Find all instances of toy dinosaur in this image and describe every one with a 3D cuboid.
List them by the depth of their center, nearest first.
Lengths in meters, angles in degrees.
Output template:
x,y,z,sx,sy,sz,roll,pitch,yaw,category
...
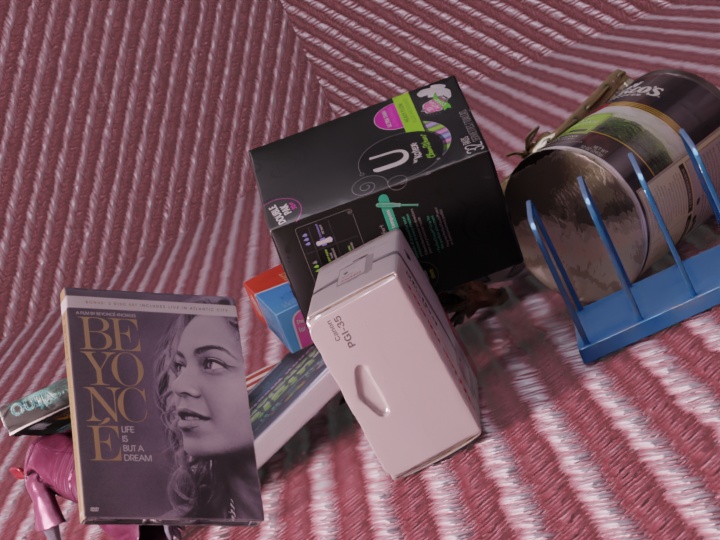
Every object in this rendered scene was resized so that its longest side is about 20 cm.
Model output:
x,y,z,sx,sy,sz,roll,pitch,yaw,category
0.044,0.045,1.828,0.135,0.086,0.200,-10,22,39,toy dinosaur

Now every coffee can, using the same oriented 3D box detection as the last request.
x,y,z,sx,sy,sz,roll,pitch,yaw,category
0.243,-0.079,1.742,0.146,0.147,0.200,-17,12,45,coffee can

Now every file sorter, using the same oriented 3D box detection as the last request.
x,y,z,sx,sy,sz,roll,pitch,yaw,category
0.244,-0.034,1.549,0.199,0.123,0.139,-24,9,8,file sorter

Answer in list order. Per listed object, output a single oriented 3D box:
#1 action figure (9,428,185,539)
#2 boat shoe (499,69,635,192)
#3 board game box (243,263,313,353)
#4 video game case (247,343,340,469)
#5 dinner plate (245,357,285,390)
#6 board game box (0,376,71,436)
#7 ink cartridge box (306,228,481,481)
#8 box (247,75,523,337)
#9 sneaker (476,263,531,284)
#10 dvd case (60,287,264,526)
x,y,z,sx,sy,sz,roll,pitch,yaw,category
-0.234,0.173,1.617,0.199,0.149,0.135,3,52,38,action figure
0.202,-0.123,1.882,0.199,0.063,0.073,-34,-15,-23,boat shoe
0.000,0.000,1.799,0.199,0.041,0.153,-27,17,-9,board game box
-0.088,0.132,1.706,0.200,0.023,0.182,-44,11,-8,video game case
-0.100,0.127,1.948,0.199,0.024,0.200,-25,9,4,dinner plate
-0.227,0.106,1.675,0.134,0.028,0.200,-25,-7,1,board game box
0.029,0.062,1.525,0.082,0.147,0.200,-28,9,7,ink cartridge box
0.020,-0.056,1.680,0.199,0.125,0.149,-20,33,2,box
0.127,-0.030,1.939,0.139,0.078,0.200,-12,6,-8,sneaker
-0.158,0.107,1.527,0.148,0.201,0.016,4,-32,-24,dvd case
